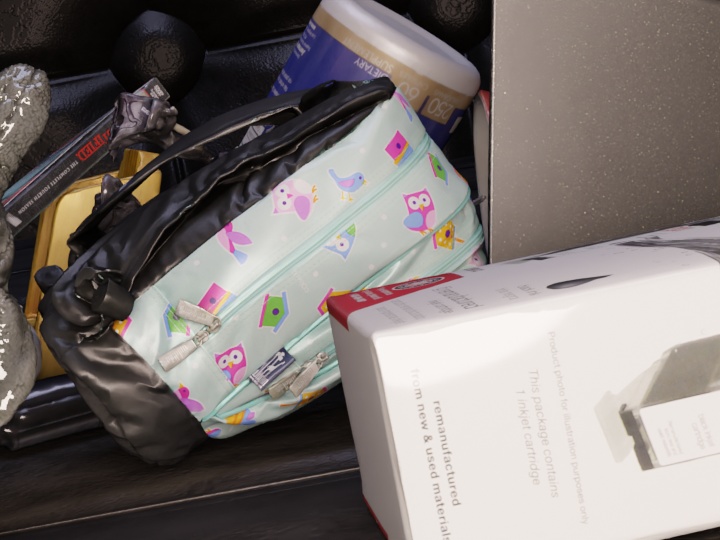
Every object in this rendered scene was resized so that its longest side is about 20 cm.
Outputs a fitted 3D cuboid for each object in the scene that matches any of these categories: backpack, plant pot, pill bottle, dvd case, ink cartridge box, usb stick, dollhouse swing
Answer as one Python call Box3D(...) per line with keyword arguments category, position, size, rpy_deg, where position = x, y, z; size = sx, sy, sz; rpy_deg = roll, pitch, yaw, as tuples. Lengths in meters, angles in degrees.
Box3D(category="backpack", position=(-0.044, -0.002, 0.836), size=(0.200, 0.127, 0.167), rpy_deg=(-35, 17, -6))
Box3D(category="plant pot", position=(0.149, -0.050, 0.874), size=(0.177, 0.201, 0.200), rpy_deg=(2, 7, 4))
Box3D(category="pill bottle", position=(-0.019, -0.068, 1.154), size=(0.115, 0.200, 0.116), rpy_deg=(29, 13, -7))
Box3D(category="dvd case", position=(-0.226, -0.048, 1.211), size=(0.146, 0.022, 0.200), rpy_deg=(-29, 16, 42))
Box3D(category="ink cartridge box", position=(0.098, 0.033, 0.606), size=(0.199, 0.083, 0.147), rpy_deg=(-12, 5, -6))
Box3D(category="usb stick", position=(-0.107, 0.059, 0.974), size=(0.199, 0.033, 0.055), rpy_deg=(-14, 0, -26))
Box3D(category="dollhouse swing", position=(-0.244, -0.006, 1.244), size=(0.175, 0.182, 0.200), rpy_deg=(9, 3, -12))

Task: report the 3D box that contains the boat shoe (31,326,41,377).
Box3D(category="boat shoe", position=(-0.232, 0.068, 0.973), size=(0.068, 0.072, 0.200), rpy_deg=(17, 12, 28))

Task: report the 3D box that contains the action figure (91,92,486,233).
Box3D(category="action figure", position=(-0.040, -0.035, 0.955), size=(0.199, 0.119, 0.102), rpy_deg=(12, -12, -12))

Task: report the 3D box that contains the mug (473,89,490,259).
Box3D(category="mug", position=(0.178, -0.069, 1.174), size=(0.199, 0.134, 0.178), rpy_deg=(-7, 21, -1))

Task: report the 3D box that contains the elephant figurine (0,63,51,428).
Box3D(category="elephant figurine", position=(-0.203, 0.017, 0.772), size=(0.200, 0.155, 0.141), rpy_deg=(-44, -22, 15))
